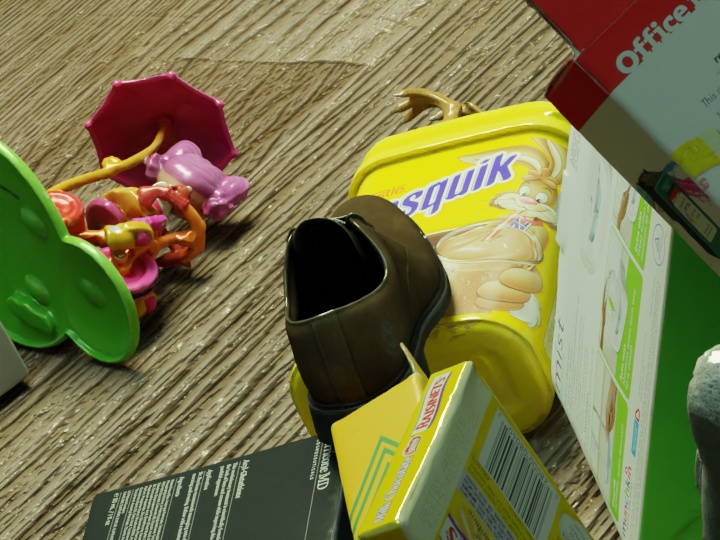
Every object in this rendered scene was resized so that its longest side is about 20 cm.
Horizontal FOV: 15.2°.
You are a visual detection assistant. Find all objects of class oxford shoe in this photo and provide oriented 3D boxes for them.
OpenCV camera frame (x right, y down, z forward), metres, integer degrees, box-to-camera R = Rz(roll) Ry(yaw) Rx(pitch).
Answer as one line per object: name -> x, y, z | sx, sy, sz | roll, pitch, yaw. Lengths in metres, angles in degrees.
oxford shoe -> 0.000, 0.000, 1.323 | 0.072, 0.085, 0.200 | -18, 23, 8

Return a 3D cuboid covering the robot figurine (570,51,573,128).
robot figurine -> 0.211, -0.088, 1.402 | 0.198, 0.177, 0.116 | 4, -11, -13

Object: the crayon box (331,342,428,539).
crayon box -> 0.046, 0.133, 1.181 | 0.051, 0.127, 0.200 | -32, 26, 9

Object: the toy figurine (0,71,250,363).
toy figurine -> -0.143, -0.048, 1.676 | 0.199, 0.151, 0.184 | 31, 47, 32

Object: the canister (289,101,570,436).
canister -> 0.050, 0.006, 1.448 | 0.148, 0.087, 0.201 | -13, 32, 22

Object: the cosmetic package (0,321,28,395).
cosmetic package -> -0.310, 0.077, 1.613 | 0.200, 0.091, 0.107 | -41, 29, -22

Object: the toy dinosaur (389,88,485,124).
toy dinosaur -> 0.074, -0.069, 1.607 | 0.199, 0.061, 0.106 | -31, 52, -1

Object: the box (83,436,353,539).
box -> -0.062, 0.173, 1.240 | 0.140, 0.079, 0.200 | -18, 28, 17

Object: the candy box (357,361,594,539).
candy box -> 0.074, 0.143, 1.068 | 0.026, 0.201, 0.102 | -20, 26, 34

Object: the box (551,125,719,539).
box -> 0.153, 0.005, 1.225 | 0.096, 0.201, 0.177 | -1, 25, -9

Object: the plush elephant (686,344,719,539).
plush elephant -> 0.218, 0.102, 1.057 | 0.164, 0.201, 0.155 | 34, 53, 24

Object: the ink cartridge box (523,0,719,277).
ink cartridge box -> 0.158, -0.073, 1.073 | 0.116, 0.200, 0.067 | -43, -3, -12
